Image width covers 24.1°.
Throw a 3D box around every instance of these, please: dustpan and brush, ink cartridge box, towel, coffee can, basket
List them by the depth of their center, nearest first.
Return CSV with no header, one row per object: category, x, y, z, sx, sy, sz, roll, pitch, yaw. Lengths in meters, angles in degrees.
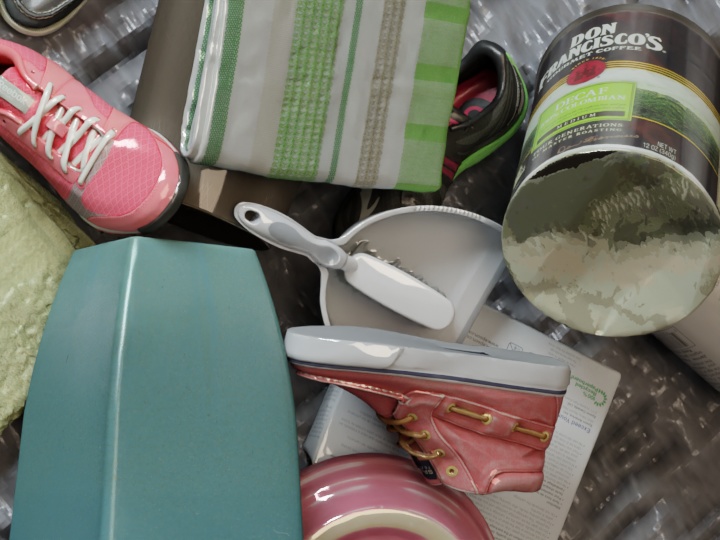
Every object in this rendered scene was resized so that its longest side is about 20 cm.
towel,-0.019,-0.130,1.067,0.199,0.031,0.151,6,99,-39
towel,-0.255,0.030,1.077,0.148,0.036,0.200,46,69,-11
dustpan and brush,0.000,0.000,1.100,0.199,0.057,0.140,28,96,-18
basket,-0.079,-0.127,1.115,0.180,0.135,0.202,32,75,-53
coffee can,0.181,-0.072,1.160,0.146,0.146,0.201,37,35,-14
ink cartridge box,0.065,0.123,1.191,0.198,0.041,0.202,27,77,-16

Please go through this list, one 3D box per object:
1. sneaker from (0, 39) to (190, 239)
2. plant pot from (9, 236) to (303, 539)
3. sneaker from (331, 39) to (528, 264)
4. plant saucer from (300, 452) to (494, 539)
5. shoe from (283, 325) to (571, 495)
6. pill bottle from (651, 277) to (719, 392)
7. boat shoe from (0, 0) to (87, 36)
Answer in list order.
sneaker,-0.189,-0.085,1.037,0.074,0.199,0.087,-56,147,0
plant pot,-0.124,0.086,1.049,0.140,0.141,0.202,7,81,-34
sneaker,0.042,-0.085,1.177,0.076,0.084,0.201,25,65,27
plant saucer,0.005,0.225,1.121,0.198,0.051,0.203,-2,99,-14
shoe,0.040,0.092,1.082,0.198,0.071,0.092,9,95,-23
pill bottle,0.292,0.037,1.255,0.200,0.114,0.115,39,71,-13
boat shoe,-0.179,-0.250,1.127,0.074,0.066,0.200,36,72,-14
